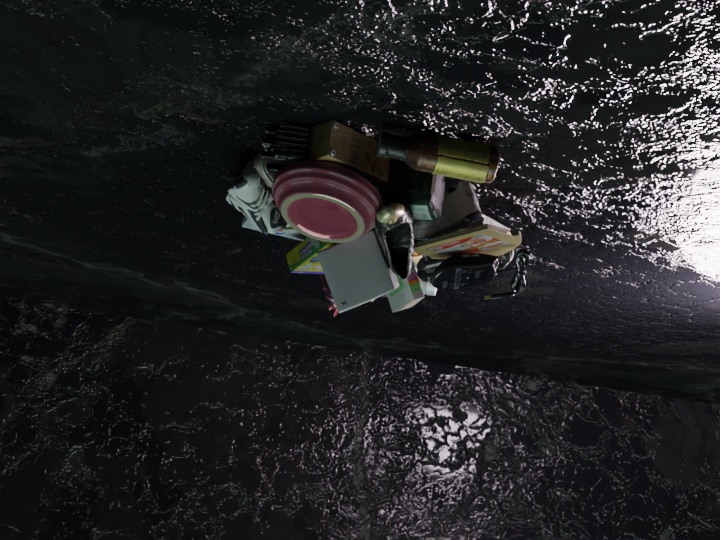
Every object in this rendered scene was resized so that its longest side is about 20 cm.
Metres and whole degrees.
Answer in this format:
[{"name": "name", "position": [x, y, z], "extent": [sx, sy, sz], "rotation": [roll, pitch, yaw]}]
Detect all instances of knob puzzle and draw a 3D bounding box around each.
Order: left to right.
[{"name": "knob puzzle", "position": [0.211, -0.056, 1.673], "extent": [0.215, 0.031, 0.220], "rotation": [-5, 167, -1]}]

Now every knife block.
[{"name": "knife block", "position": [-0.069, -0.194, 1.538], "extent": [0.198, 0.065, 0.174], "rotation": [19, 163, -38]}]

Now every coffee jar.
[{"name": "coffee jar", "position": [0.047, -0.142, 1.592], "extent": [0.196, 0.106, 0.085], "rotation": [3, 157, 21]}]

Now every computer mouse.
[{"name": "computer mouse", "position": [0.230, 0.009, 1.738], "extent": [0.196, 0.047, 0.142], "rotation": [-11, 143, -1]}]

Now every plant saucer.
[{"name": "plant saucer", "position": [-0.060, -0.108, 1.536], "extent": [0.196, 0.052, 0.202], "rotation": [11, 152, 6]}]

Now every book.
[{"name": "book", "position": [0.073, -0.027, 1.849], "extent": [0.047, 0.204, 0.134], "rotation": [-15, 171, -16]}]

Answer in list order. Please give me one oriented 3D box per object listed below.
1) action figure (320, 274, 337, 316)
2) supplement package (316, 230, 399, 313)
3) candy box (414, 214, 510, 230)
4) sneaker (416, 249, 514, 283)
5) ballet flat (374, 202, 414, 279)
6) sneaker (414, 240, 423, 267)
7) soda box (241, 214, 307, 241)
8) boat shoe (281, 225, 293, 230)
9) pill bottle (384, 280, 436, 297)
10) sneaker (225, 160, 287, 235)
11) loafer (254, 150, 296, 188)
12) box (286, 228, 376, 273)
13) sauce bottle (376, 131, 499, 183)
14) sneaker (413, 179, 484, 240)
[{"name": "action figure", "position": [-0.037, 0.013, 2.040], "extent": [0.132, 0.204, 0.148], "rotation": [21, -165, 19]}, {"name": "supplement package", "position": [0.000, 0.000, 1.700], "extent": [0.115, 0.119, 0.200], "rotation": [-21, 180, 5]}, {"name": "candy box", "position": [0.208, -0.081, 1.840], "extent": [0.114, 0.057, 0.198], "rotation": [-9, 159, 41]}, {"name": "sneaker", "position": [0.211, -0.031, 1.806], "extent": [0.196, 0.080, 0.090], "rotation": [-9, -171, 12]}, {"name": "ballet flat", "position": [0.067, -0.054, 1.555], "extent": [0.065, 0.058, 0.201], "rotation": [-17, 149, 3]}, {"name": "sneaker", "position": [0.138, -0.047, 1.976], "extent": [0.197, 0.077, 0.090], "rotation": [15, 169, -29]}, {"name": "soda box", "position": [-0.145, -0.109, 1.894], "extent": [0.196, 0.070, 0.064], "rotation": [13, 164, -19]}, {"name": "boat shoe", "position": [-0.107, -0.127, 1.814], "extent": [0.195, 0.076, 0.069], "rotation": [-4, 165, -1]}, {"name": "pill bottle", "position": [0.086, 0.009, 2.147], "extent": [0.195, 0.114, 0.111], "rotation": [5, 166, 8]}, {"name": "sneaker", "position": [-0.186, -0.131, 1.714], "extent": [0.129, 0.080, 0.199], "rotation": [37, 161, -7]}, {"name": "loafer", "position": [-0.134, -0.169, 1.665], "extent": [0.062, 0.073, 0.199], "rotation": [5, 170, 39]}, {"name": "box", "position": [-0.051, -0.053, 1.846], "extent": [0.116, 0.049, 0.199], "rotation": [1, 153, -40]}, {"name": "sauce bottle", "position": [0.125, -0.189, 1.458], "extent": [0.196, 0.067, 0.066], "rotation": [12, 166, -7]}, {"name": "sneaker", "position": [0.160, -0.108, 1.698], "extent": [0.073, 0.089, 0.199], "rotation": [0, 166, -36]}]
